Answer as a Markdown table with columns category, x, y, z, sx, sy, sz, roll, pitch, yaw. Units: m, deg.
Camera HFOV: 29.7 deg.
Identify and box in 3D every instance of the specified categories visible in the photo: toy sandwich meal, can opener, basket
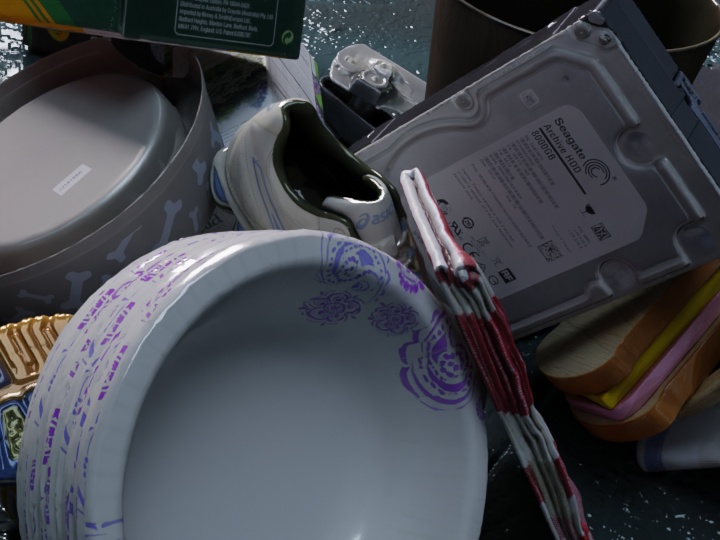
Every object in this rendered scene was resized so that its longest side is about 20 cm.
| category | x | y | z | sx | sy | sz | roll | pitch | yaw |
| --- | --- | --- | --- | --- | --- | --- | --- | --- | --- |
| toy sandwich meal | 0.180 | 0.004 | 0.771 | 0.070 | 0.205 | 0.206 | 35 | 39 | -12 |
| can opener | 0.060 | -0.088 | 0.947 | 0.199 | 0.067 | 0.053 | 33 | 43 | 3 |
| basket | 0.106 | -0.077 | 0.816 | 0.179 | 0.201 | 0.136 | -6 | 40 | -27 |

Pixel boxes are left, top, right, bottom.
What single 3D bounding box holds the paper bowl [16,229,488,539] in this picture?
| category | x | y | z | sx | sy | sz | roll | pitch | yaw |
| --- | --- | --- | --- | --- | --- | --- | --- | --- | --- |
| paper bowl | -0.049 | 0.083 | 0.573 | 0.200 | 0.202 | 0.104 | -25 | 16 | -35 |

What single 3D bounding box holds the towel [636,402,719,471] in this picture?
| category | x | y | z | sx | sy | sz | roll | pitch | yaw |
| --- | --- | --- | --- | --- | --- | --- | --- | --- | --- |
| towel | 0.259 | 0.054 | 0.763 | 0.199 | 0.024 | 0.147 | -12 | 28 | 36 |

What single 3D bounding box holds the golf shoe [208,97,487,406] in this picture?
| category | x | y | z | sx | sy | sz | roll | pitch | yaw |
| --- | --- | --- | --- | --- | --- | --- | --- | --- | --- |
| golf shoe | 0.000 | 0.000 | 0.699 | 0.078 | 0.097 | 0.200 | -39 | 87 | -28 |

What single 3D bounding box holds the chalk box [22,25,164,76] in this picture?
| category | x | y | z | sx | sy | sz | roll | pitch | yaw |
| --- | --- | --- | --- | --- | --- | --- | --- | --- | --- |
| chalk box | -0.172 | -0.230 | 0.985 | 0.199 | 0.125 | 0.124 | 14 | 41 | 0 |

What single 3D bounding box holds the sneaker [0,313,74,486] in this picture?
| category | x | y | z | sx | sy | sz | roll | pitch | yaw |
| --- | --- | --- | --- | --- | --- | --- | --- | --- | --- |
| sneaker | -0.121 | 0.059 | 0.649 | 0.199 | 0.088 | 0.076 | -21 | 73 | -32 |

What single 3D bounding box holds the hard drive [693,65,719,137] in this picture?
| category | x | y | z | sx | sy | sz | roll | pitch | yaw |
| --- | --- | --- | --- | --- | --- | --- | --- | --- | --- |
| hard drive | 0.284 | -0.085 | 1.002 | 0.139 | 0.038 | 0.201 | 12 | 40 | -1 |

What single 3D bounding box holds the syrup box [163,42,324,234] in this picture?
| category | x | y | z | sx | sy | sz | roll | pitch | yaw |
| --- | --- | --- | --- | --- | --- | --- | --- | --- | --- |
| syrup box | -0.072 | -0.086 | 0.862 | 0.078 | 0.082 | 0.201 | -26 | 41 | 15 |

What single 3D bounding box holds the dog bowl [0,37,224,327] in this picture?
| category | x | y | z | sx | sy | sz | roll | pitch | yaw |
| --- | --- | --- | --- | --- | --- | --- | --- | --- | --- |
| dog bowl | -0.165 | -0.049 | 0.772 | 0.199 | 0.059 | 0.201 | -17 | 42 | 16 |

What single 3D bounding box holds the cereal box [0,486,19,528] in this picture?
| category | x | y | z | sx | sy | sz | roll | pitch | yaw |
| --- | --- | --- | --- | --- | --- | --- | --- | --- | --- |
| cereal box | -0.060 | 0.112 | 0.692 | 0.199 | 0.040 | 0.144 | -26 | 54 | -35 |

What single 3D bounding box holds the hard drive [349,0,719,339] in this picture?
| category | x | y | z | sx | sy | sz | roll | pitch | yaw |
| --- | --- | --- | --- | --- | --- | --- | --- | --- | --- |
| hard drive | 0.092 | -0.042 | 0.715 | 0.140 | 0.199 | 0.038 | 53 | 44 | -12 |

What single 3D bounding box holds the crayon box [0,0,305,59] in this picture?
| category | x | y | z | sx | sy | sz | roll | pitch | yaw |
| --- | --- | --- | --- | --- | --- | --- | --- | --- | --- |
| crayon box | -0.143 | -0.167 | 0.831 | 0.125 | 0.052 | 0.199 | -1 | 11 | -42 |

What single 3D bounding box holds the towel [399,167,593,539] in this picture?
| category | x | y | z | sx | sy | sz | roll | pitch | yaw |
| --- | --- | --- | --- | --- | --- | --- | --- | --- | --- |
| towel | 0.073 | 0.056 | 0.657 | 0.023 | 0.201 | 0.144 | -24 | 21 | 3 |
